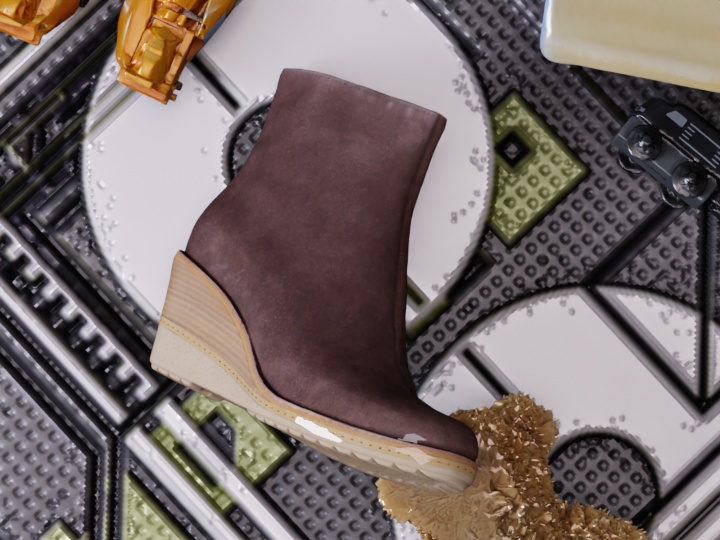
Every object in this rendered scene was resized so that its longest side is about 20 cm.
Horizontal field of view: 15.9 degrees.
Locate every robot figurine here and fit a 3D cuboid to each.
[{"bbox_3d":[-0.095,-0.190,1.237,0.145,0.058,0.201,23,89,-1],"label":"robot figurine"}]

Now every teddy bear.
[{"bbox_3d":[0.078,0.158,1.234,0.145,0.067,0.200,-42,96,8],"label":"teddy bear"}]

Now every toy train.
[{"bbox_3d":[0.210,-0.015,1.250,0.200,0.034,0.046,39,76,1],"label":"toy train"}]

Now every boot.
[{"bbox_3d":[0.000,0.000,1.191,0.200,0.072,0.167,23,84,36],"label":"boot"}]

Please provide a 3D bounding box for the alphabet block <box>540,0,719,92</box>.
[{"bbox_3d":[0.202,-0.179,1.145,0.199,0.195,0.197,12,105,8],"label":"alphabet block"}]
